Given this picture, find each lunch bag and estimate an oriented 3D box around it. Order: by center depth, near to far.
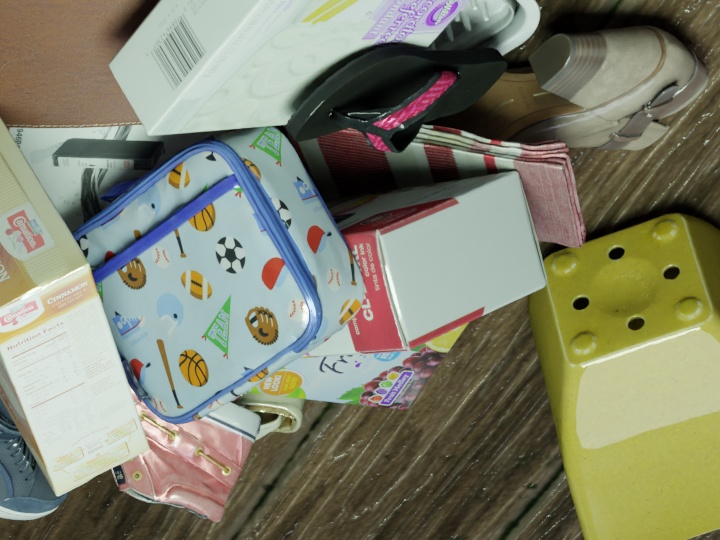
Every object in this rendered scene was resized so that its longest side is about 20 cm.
[{"bbox_3d":[-0.101,0.001,1.569,0.199,0.161,0.075,-31,180,41],"label":"lunch bag"}]

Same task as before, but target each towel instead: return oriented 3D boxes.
[{"bbox_3d":[0.054,-0.065,1.683,0.198,0.023,0.144,10,159,14],"label":"towel"}]

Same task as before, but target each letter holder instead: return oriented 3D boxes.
[{"bbox_3d":[-0.210,-0.169,1.516,0.198,0.101,0.143,0,143,-16],"label":"letter holder"}]

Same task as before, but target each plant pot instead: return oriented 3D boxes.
[{"bbox_3d":[0.226,0.072,1.877,0.194,0.195,0.201,-19,136,10],"label":"plant pot"}]

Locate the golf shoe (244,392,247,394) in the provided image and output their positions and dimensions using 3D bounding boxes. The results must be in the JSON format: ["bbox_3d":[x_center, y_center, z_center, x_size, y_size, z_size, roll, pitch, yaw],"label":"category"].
[{"bbox_3d":[-0.096,0.013,1.804,0.091,0.076,0.201,19,127,-12],"label":"golf shoe"}]

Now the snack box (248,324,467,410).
[{"bbox_3d":[0.009,0.025,1.859,0.141,0.053,0.200,9,138,-23],"label":"snack box"}]

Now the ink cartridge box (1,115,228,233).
[{"bbox_3d":[-0.192,-0.084,1.639,0.198,0.084,0.145,1,141,-17],"label":"ink cartridge box"}]

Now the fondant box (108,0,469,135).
[{"bbox_3d":[-0.035,-0.152,1.485,0.199,0.058,0.144,-10,152,-49],"label":"fondant box"}]

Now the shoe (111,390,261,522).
[{"bbox_3d":[-0.179,0.118,1.850,0.199,0.092,0.071,23,169,-11],"label":"shoe"}]

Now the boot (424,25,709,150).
[{"bbox_3d":[0.144,-0.108,1.722,0.145,0.071,0.199,10,150,-43],"label":"boot"}]

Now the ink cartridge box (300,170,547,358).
[{"bbox_3d":[0.000,0.000,1.640,0.199,0.084,0.145,-6,-167,46],"label":"ink cartridge box"}]

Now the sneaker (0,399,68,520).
[{"bbox_3d":[-0.244,0.114,1.793,0.145,0.077,0.202,-15,141,29],"label":"sneaker"}]

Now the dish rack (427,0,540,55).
[{"bbox_3d":[0.005,-0.184,1.600,0.171,0.044,0.200,-30,139,21],"label":"dish rack"}]

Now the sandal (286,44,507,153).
[{"bbox_3d":[0.034,-0.106,1.549,0.199,0.045,0.075,-12,154,-48],"label":"sandal"}]

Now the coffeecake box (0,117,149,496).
[{"bbox_3d":[-0.213,0.021,1.545,0.073,0.154,0.201,-26,144,-12],"label":"coffeecake box"}]

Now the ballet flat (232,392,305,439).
[{"bbox_3d":[-0.138,0.114,1.918,0.198,0.070,0.070,-7,143,-6],"label":"ballet flat"}]
